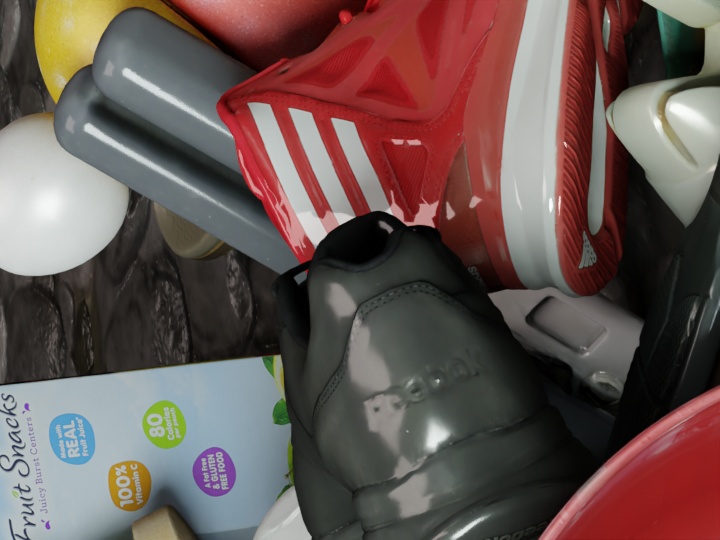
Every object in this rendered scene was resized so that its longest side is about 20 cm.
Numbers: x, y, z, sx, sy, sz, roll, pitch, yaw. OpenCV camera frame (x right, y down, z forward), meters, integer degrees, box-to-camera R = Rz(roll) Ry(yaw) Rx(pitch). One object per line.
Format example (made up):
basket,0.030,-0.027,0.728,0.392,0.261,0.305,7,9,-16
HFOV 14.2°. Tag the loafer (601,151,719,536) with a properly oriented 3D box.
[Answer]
loafer,0.108,0.003,0.706,0.072,0.063,0.201,-79,6,-71

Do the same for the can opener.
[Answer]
can opener,0.000,0.000,0.852,0.053,0.199,0.067,-48,19,41

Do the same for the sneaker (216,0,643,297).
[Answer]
sneaker,0.017,-0.079,0.807,0.079,0.115,0.201,66,-154,-46

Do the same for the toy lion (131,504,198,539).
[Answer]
toy lion,-0.037,0.197,0.974,0.192,0.068,0.201,63,-178,-68

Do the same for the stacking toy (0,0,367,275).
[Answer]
stacking toy,-0.056,-0.084,0.907,0.200,0.146,0.146,-49,30,-3

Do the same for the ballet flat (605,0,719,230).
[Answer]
ballet flat,0.094,-0.064,0.762,0.067,0.070,0.201,-15,81,63

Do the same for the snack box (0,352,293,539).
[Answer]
snack box,-0.093,0.085,1.056,0.169,0.199,0.068,140,122,-62

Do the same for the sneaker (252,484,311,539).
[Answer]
sneaker,0.011,0.106,0.828,0.200,0.099,0.078,4,126,58

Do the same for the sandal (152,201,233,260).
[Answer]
sandal,-0.059,-0.086,1.123,0.200,0.054,0.081,112,145,-46

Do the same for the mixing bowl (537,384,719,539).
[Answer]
mixing bowl,0.107,0.116,0.646,0.108,0.199,0.201,164,101,-81

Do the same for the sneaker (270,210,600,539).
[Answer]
sneaker,0.013,0.032,0.734,0.091,0.076,0.200,65,170,3
